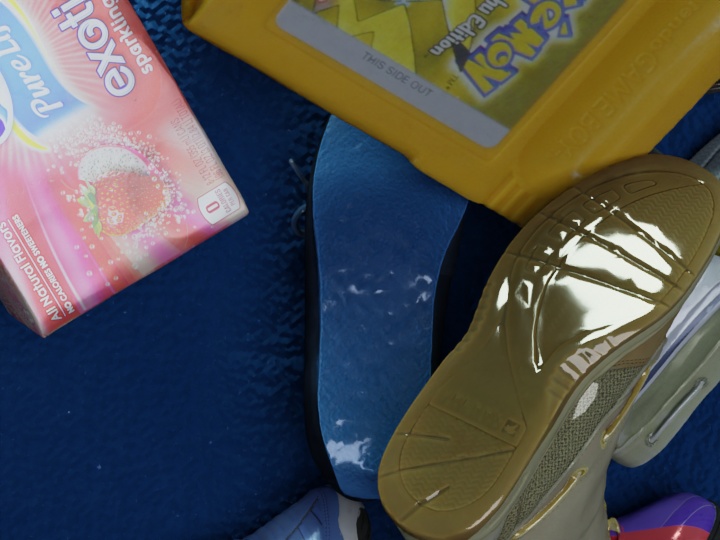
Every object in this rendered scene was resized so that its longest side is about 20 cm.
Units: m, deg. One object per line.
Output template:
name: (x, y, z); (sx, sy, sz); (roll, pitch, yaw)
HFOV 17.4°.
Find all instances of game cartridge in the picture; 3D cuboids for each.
game cartridge: (0.059, -0.116, 0.931); (0.200, 0.032, 0.176); (29, 117, -25)

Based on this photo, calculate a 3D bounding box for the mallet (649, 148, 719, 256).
mallet: (0.165, -0.020, 1.007); (0.041, 0.200, 0.066); (37, 71, -39)

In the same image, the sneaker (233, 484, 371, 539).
sneaker: (-0.079, 0.158, 1.003); (0.200, 0.076, 0.077); (-42, 109, -11)

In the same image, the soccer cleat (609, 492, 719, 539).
soccer cleat: (0.076, 0.154, 1.058); (0.200, 0.068, 0.073); (-37, 100, -9)

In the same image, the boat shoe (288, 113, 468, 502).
boat shoe: (0.000, 0.000, 1.016); (0.084, 0.069, 0.200); (15, 74, -6)

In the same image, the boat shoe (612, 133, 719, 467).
boat shoe: (0.161, 0.002, 1.077); (0.200, 0.072, 0.062); (-47, 122, 1)

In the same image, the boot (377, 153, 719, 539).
boot: (0.089, 0.060, 0.995); (0.073, 0.155, 0.200); (28, 69, 25)

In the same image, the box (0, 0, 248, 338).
box: (-0.144, -0.085, 0.951); (0.103, 0.095, 0.200); (-31, 103, -12)

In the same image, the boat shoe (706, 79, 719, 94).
boat shoe: (0.157, -0.118, 1.058); (0.200, 0.065, 0.073); (-21, 102, -14)
